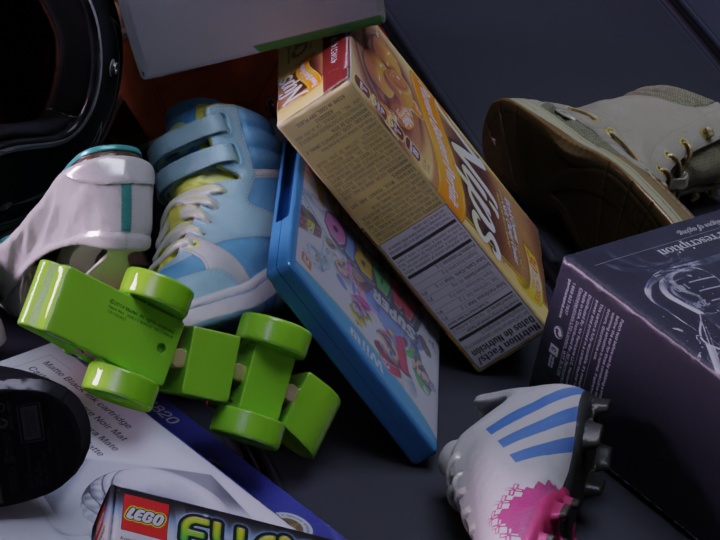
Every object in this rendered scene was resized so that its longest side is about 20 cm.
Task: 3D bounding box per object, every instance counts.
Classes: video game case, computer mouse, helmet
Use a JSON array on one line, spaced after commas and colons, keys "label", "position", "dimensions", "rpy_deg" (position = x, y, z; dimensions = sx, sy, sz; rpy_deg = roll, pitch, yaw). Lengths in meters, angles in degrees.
[{"label": "video game case", "position": [0.000, 0.000, 1.609], "dimensions": [0.018, 0.143, 0.200], "rpy_deg": [-29, 25, 18]}, {"label": "computer mouse", "position": [-0.233, 0.058, 1.347], "dimensions": [0.199, 0.141, 0.046], "rpy_deg": [-14, 34, -5]}, {"label": "helmet", "position": [-0.229, -0.110, 1.612], "dimensions": [0.199, 0.201, 0.191], "rpy_deg": [30, 50, 26]}]

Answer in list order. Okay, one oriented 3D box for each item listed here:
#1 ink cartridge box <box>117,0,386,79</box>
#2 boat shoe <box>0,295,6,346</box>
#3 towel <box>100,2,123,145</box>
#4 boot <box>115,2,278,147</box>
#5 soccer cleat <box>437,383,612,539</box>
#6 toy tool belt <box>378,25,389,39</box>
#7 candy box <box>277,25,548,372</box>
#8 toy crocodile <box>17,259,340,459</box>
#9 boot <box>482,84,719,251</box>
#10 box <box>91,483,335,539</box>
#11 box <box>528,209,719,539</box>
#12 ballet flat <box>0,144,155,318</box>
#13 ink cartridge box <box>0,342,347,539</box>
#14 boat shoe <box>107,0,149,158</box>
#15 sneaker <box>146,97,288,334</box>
[{"label": "ink cartridge box", "position": [-0.072, -0.205, 1.655], "dimensions": [0.144, 0.084, 0.200], "rpy_deg": [-13, 32, 1]}, {"label": "boat shoe", "position": [-0.236, 0.029, 1.468], "dimensions": [0.073, 0.061, 0.200], "rpy_deg": [-7, 10, 19]}, {"label": "towel", "position": [-0.240, -0.123, 1.757], "dimensions": [0.199, 0.031, 0.150], "rpy_deg": [16, 55, 8]}, {"label": "boot", "position": [-0.056, -0.139, 1.743], "dimensions": [0.199, 0.108, 0.075], "rpy_deg": [-22, 2, -11]}, {"label": "soccer cleat", "position": [0.076, 0.123, 1.491], "dimensions": [0.086, 0.070, 0.200], "rpy_deg": [2, 26, 14]}, {"label": "toy tool belt", "position": [-0.064, -0.161, 1.876], "dimensions": [0.124, 0.123, 0.200], "rpy_deg": [3, 41, -44]}, {"label": "candy box", "position": [0.030, -0.051, 1.645], "dimensions": [0.200, 0.055, 0.116], "rpy_deg": [50, 20, -25]}, {"label": "toy crocodile", "position": [-0.090, 0.046, 1.480], "dimensions": [0.199, 0.068, 0.062], "rpy_deg": [22, -12, -33]}, {"label": "boot", "position": [0.191, -0.055, 1.816], "dimensions": [0.154, 0.072, 0.200], "rpy_deg": [-9, 36, -37]}, {"label": "box", "position": [-0.031, 0.173, 1.340], "dimensions": [0.199, 0.035, 0.110], "rpy_deg": [15, 41, -13]}, {"label": "box", "position": [0.230, 0.058, 1.607], "dimensions": [0.199, 0.105, 0.182], "rpy_deg": [-16, 42, -39]}, {"label": "ballet flat", "position": [-0.156, -0.001, 1.526], "dimensions": [0.069, 0.200, 0.070], "rpy_deg": [8, 67, -20]}, {"label": "ink cartridge box", "position": [-0.129, 0.109, 1.449], "dimensions": [0.199, 0.041, 0.199], "rpy_deg": [34, 36, 32]}, {"label": "boat shoe", "position": [-0.149, -0.145, 1.834], "dimensions": [0.071, 0.066, 0.202], "rpy_deg": [-22, 54, 0]}, {"label": "sneaker", "position": [-0.097, -0.025, 1.591], "dimensions": [0.200, 0.079, 0.131], "rpy_deg": [-24, 86, -58]}]
